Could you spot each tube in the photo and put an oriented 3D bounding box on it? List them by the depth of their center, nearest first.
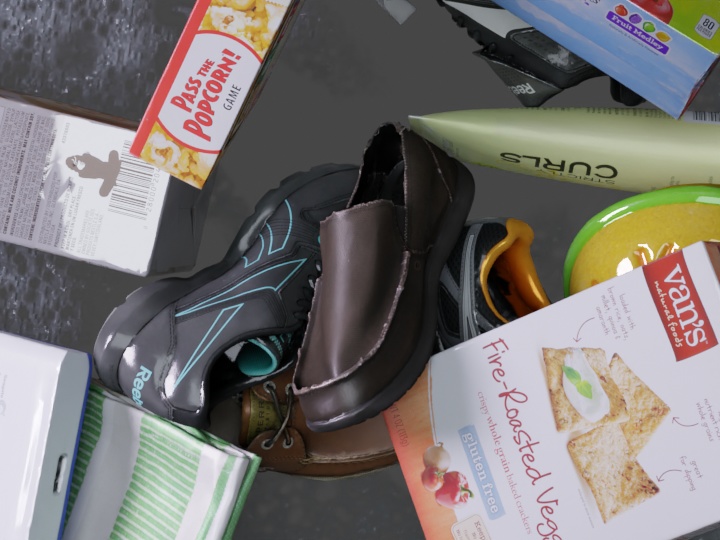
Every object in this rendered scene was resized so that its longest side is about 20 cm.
[{"bbox_3d":[0.126,-0.067,1.398,0.199,0.052,0.058,6,129,3],"label":"tube"}]

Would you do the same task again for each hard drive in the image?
[{"bbox_3d":[-0.233,0.093,1.412,0.200,0.025,0.132,12,92,42],"label":"hard drive"}]

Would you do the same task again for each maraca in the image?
[{"bbox_3d":[0.206,0.015,1.357,0.199,0.107,0.137,3,128,16],"label":"maraca"}]

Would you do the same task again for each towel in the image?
[{"bbox_3d":[-0.155,0.134,1.382,0.200,0.023,0.153,22,94,34],"label":"towel"}]

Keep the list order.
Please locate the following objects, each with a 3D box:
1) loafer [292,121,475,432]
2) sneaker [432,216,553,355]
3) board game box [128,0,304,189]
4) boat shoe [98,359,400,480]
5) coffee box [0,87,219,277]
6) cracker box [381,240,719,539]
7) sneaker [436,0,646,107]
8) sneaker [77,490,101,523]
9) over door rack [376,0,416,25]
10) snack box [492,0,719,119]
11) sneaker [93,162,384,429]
[{"bbox_3d":[0.000,0.000,1.339,0.073,0.200,0.071,-20,126,34],"label":"loafer"},{"bbox_3d":[0.084,0.064,1.383,0.077,0.078,0.200,-25,86,40],"label":"sneaker"},{"bbox_3d":[-0.048,-0.159,1.332,0.046,0.152,0.200,26,112,-2],"label":"board game box"},{"bbox_3d":[-0.053,0.084,1.419,0.199,0.068,0.072,-1,89,8],"label":"boat shoe"},{"bbox_3d":[-0.191,-0.058,1.417,0.199,0.114,0.080,14,93,9],"label":"coffee box"},{"bbox_3d":[0.120,0.083,1.299,0.200,0.058,0.134,-25,78,23],"label":"cracker box"},{"bbox_3d":[0.085,-0.137,1.386,0.199,0.066,0.091,13,101,-13],"label":"sneaker"},{"bbox_3d":[-0.115,0.204,1.418,0.077,0.085,0.200,-24,87,7],"label":"sneaker"},{"bbox_3d":[-0.001,-0.257,1.423,0.200,0.067,0.148,43,95,-8],"label":"over door rack"},{"bbox_3d":[0.150,-0.204,1.341,0.168,0.068,0.200,32,57,4],"label":"snack box"},{"bbox_3d":[-0.049,0.018,1.384,0.200,0.076,0.079,-39,55,-25],"label":"sneaker"}]
